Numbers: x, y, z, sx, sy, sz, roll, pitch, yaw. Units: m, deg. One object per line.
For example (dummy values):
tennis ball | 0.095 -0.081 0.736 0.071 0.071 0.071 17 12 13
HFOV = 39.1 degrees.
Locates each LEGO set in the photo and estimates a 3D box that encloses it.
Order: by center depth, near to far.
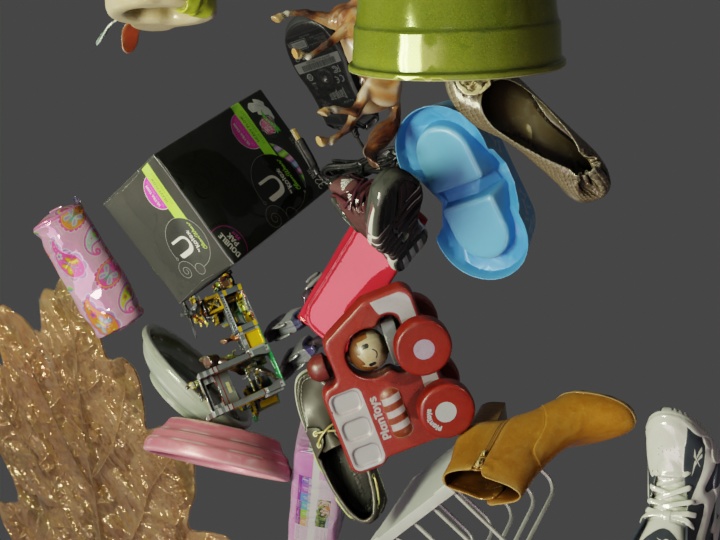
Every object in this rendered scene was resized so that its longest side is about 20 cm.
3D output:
LEGO set | -0.185 0.114 1.323 0.202 0.115 0.154 68 164 0

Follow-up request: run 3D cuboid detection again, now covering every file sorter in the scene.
file sorter | 0.128 0.304 1.263 0.124 0.139 0.200 42 134 2

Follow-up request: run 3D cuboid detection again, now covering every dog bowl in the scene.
dog bowl | 0.116 -0.090 1.075 0.111 0.050 0.201 -16 108 41

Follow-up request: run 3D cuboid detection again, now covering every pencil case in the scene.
pencil case | -0.398 -0.002 1.486 0.087 0.087 0.201 -19 105 42

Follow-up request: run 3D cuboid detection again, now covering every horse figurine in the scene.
horse figurine | -0.004 -0.209 1.032 0.050 0.132 0.202 6 120 61

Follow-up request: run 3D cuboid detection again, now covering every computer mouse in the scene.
computer mouse | -0.034 -0.188 1.128 0.139 0.046 0.201 -14 116 43

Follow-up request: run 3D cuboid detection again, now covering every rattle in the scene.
rattle | -0.245 -0.339 1.164 0.199 0.129 0.145 7 114 64

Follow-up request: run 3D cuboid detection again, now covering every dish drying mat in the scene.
dish drying mat | 0.000 0.000 1.193 0.076 0.018 0.201 34 113 6

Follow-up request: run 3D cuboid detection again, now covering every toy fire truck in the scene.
toy fire truck | 0.031 0.124 1.179 0.166 0.112 0.202 -22 108 0

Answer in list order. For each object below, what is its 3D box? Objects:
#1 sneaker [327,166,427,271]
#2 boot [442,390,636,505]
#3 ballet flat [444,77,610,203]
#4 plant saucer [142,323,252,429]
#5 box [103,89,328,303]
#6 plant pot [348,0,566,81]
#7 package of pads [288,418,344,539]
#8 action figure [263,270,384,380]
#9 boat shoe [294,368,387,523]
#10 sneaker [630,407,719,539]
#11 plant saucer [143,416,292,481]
sneaker | 0.005 -0.073 1.069 0.115 0.076 0.200 40 168 18
boot | 0.199 0.203 1.127 0.199 0.144 0.071 -5 118 26
ballet flat | 0.166 -0.140 0.990 0.200 0.067 0.046 42 175 1
plant saucer | -0.237 0.159 1.403 0.200 0.200 0.050 44 92 3
box | -0.162 -0.087 1.172 0.124 0.200 0.149 -31 98 44
plant pot | 0.085 -0.279 0.894 0.198 0.200 0.195 10 112 31
package of pads | -0.052 0.278 1.385 0.075 0.121 0.202 10 126 7
action figure | -0.037 0.066 1.276 0.199 0.069 0.131 -30 94 41
boat shoe | -0.025 0.214 1.250 0.071 0.061 0.203 -27 87 4
sneaker | 0.334 0.259 1.088 0.079 0.130 0.201 6 121 31
plant saucer | -0.185 0.235 1.343 0.198 0.051 0.201 11 166 3
